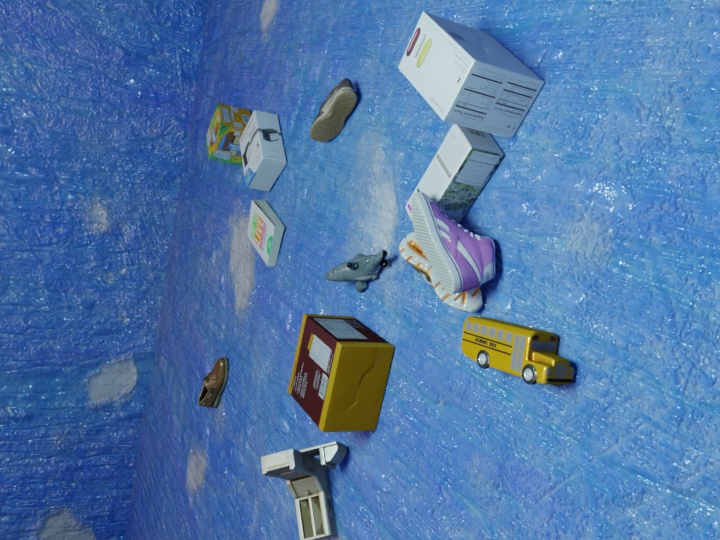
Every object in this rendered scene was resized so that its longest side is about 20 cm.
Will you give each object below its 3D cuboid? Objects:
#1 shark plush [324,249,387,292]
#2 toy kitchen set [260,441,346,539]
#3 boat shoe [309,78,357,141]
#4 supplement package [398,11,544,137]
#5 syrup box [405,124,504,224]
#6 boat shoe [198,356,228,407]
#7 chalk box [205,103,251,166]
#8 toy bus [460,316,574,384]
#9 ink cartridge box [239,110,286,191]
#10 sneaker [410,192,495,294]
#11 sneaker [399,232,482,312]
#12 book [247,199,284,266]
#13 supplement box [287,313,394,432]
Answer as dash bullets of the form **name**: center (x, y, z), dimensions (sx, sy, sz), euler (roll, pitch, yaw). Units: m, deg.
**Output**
- **shark plush**: center (0.000, 0.000, 1.487), dimensions (0.200, 0.083, 0.091), euler (-4, 81, 60)
- **toy kitchen set**: center (-0.099, 0.497, 1.508), dimensions (0.162, 0.200, 0.181), euler (-18, 62, 12)
- **boat shoe**: center (-0.068, -0.404, 1.699), dimensions (0.200, 0.072, 0.065), euler (-47, 34, 50)
- **supplement package**: center (0.184, -0.339, 1.158), dimensions (0.111, 0.155, 0.200), euler (-64, 36, 31)
- **syrup box**: center (0.168, -0.162, 1.230), dimensions (0.200, 0.078, 0.082), euler (-60, 38, 36)
- **boat shoe**: center (-0.509, 0.389, 2.309), dimensions (0.072, 0.068, 0.201), euler (45, 122, 55)
- **chalk box**: center (-0.460, -0.454, 2.322), dimensions (0.200, 0.123, 0.125), euler (-56, 40, 39)
- **toy bus**: center (0.245, 0.126, 1.061), dimensions (0.200, 0.065, 0.079), euler (11, 92, 60)
- **ink cartridge box**: center (-0.306, -0.371, 2.081), dimensions (0.145, 0.083, 0.201), euler (-49, 45, 45)
- **sneaker**: center (0.167, -0.058, 1.178), dimensions (0.073, 0.114, 0.201), euler (109, 141, -64)
- **sneaker**: center (0.156, 0.007, 1.236), dimensions (0.078, 0.077, 0.200), euler (-41, 57, 0)
- **book**: center (-0.292, -0.117, 2.059), dimensions (0.200, 0.048, 0.134), euler (47, 128, 51)
- **supplement box**: center (-0.049, 0.222, 1.482), dimensions (0.200, 0.132, 0.198), euler (31, 112, 57)
